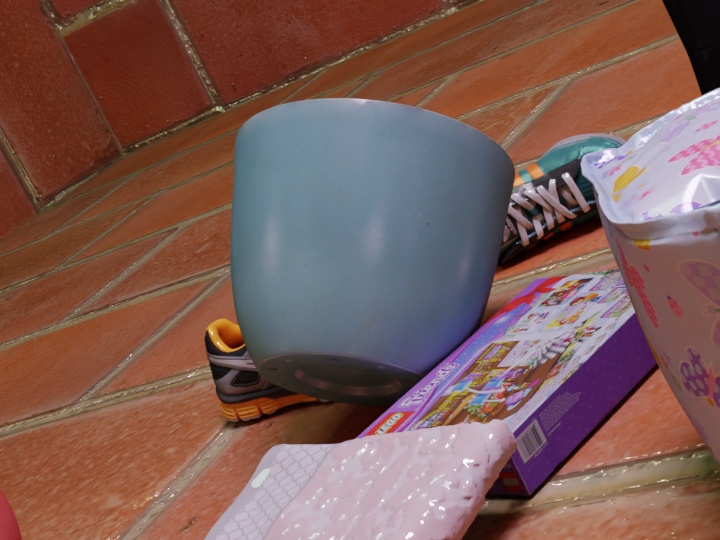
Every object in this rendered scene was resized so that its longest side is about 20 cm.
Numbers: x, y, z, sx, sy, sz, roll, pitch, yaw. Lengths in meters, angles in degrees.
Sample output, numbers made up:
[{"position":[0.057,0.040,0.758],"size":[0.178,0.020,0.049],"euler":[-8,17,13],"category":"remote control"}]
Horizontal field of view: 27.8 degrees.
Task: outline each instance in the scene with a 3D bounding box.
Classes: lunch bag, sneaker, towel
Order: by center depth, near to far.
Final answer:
[{"position":[0.187,0.016,0.638],"size":[0.126,0.171,0.200],"euler":[-27,11,12],"category":"lunch bag"},{"position":[-0.031,0.159,0.773],"size":[0.190,0.032,0.200],"euler":[-13,30,46],"category":"towel"},{"position":[-0.039,0.056,1.124],"size":[0.198,0.078,0.078],"euler":[-19,14,24],"category":"sneaker"},{"position":[0.136,-0.046,1.191],"size":[0.199,0.072,0.080],"euler":[-23,18,38],"category":"sneaker"}]

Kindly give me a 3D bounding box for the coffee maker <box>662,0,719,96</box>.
[{"position":[0.292,-0.198,1.146],"size":[0.190,0.202,0.135],"euler":[-24,13,13],"category":"coffee maker"}]

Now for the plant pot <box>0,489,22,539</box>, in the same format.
[{"position":[-0.283,0.214,0.817],"size":[0.199,0.202,0.177],"euler":[-29,23,-6],"category":"plant pot"}]

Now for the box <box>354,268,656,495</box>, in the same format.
[{"position":[0.106,0.064,0.894],"size":[0.200,0.039,0.136],"euler":[-38,18,-35],"category":"box"}]

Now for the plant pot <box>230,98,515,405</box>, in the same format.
[{"position":[0.000,0.000,0.997],"size":[0.199,0.199,0.163],"euler":[-13,63,46],"category":"plant pot"}]
